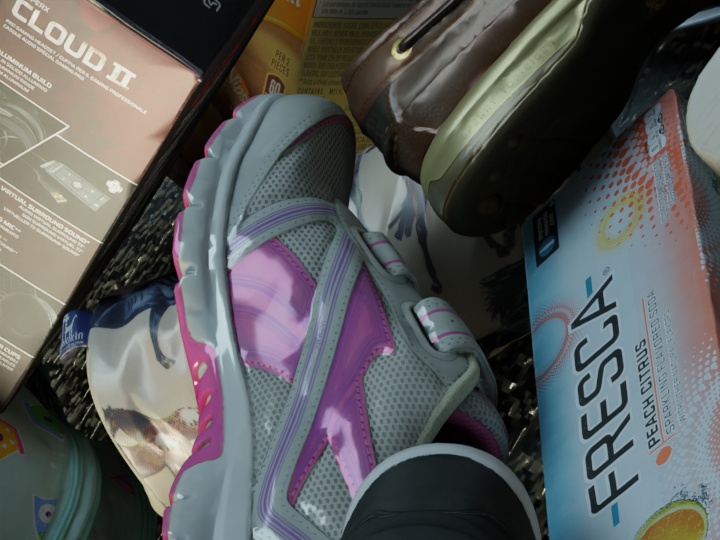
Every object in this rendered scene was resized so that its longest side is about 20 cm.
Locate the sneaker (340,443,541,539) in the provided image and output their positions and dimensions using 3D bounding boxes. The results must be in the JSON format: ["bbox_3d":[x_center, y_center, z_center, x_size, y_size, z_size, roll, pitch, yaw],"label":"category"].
[{"bbox_3d":[0.013,0.142,0.588,0.099,0.070,0.201,4,-96,-81],"label":"sneaker"}]

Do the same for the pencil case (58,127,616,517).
[{"bbox_3d":[0.000,0.000,0.841,0.199,0.078,0.090,-30,64,22],"label":"pencil case"}]

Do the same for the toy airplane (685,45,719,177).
[{"bbox_3d":[0.163,-0.123,0.565,0.198,0.141,0.201,-9,64,26],"label":"toy airplane"}]

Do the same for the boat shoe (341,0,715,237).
[{"bbox_3d":[0.073,-0.104,0.749,0.068,0.072,0.200,42,89,24],"label":"boat shoe"}]

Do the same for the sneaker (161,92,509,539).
[{"bbox_3d":[-0.003,0.035,0.713,0.088,0.082,0.201,-4,56,5],"label":"sneaker"}]

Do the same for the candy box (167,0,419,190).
[{"bbox_3d":[-0.028,-0.122,0.980,0.115,0.055,0.201,39,124,45],"label":"candy box"}]

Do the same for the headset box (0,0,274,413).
[{"bbox_3d":[-0.088,-0.072,0.889,0.200,0.077,0.149,-53,5,40],"label":"headset box"}]

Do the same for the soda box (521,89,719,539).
[{"bbox_3d":[0.091,0.044,0.680,0.068,0.063,0.200,-43,27,29],"label":"soda box"}]

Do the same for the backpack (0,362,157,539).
[{"bbox_3d":[-0.167,0.111,0.972,0.176,0.153,0.200,-57,12,1],"label":"backpack"}]

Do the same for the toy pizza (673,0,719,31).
[{"bbox_3d":[0.114,-0.167,0.851,0.199,0.032,0.201,-21,50,27],"label":"toy pizza"}]
